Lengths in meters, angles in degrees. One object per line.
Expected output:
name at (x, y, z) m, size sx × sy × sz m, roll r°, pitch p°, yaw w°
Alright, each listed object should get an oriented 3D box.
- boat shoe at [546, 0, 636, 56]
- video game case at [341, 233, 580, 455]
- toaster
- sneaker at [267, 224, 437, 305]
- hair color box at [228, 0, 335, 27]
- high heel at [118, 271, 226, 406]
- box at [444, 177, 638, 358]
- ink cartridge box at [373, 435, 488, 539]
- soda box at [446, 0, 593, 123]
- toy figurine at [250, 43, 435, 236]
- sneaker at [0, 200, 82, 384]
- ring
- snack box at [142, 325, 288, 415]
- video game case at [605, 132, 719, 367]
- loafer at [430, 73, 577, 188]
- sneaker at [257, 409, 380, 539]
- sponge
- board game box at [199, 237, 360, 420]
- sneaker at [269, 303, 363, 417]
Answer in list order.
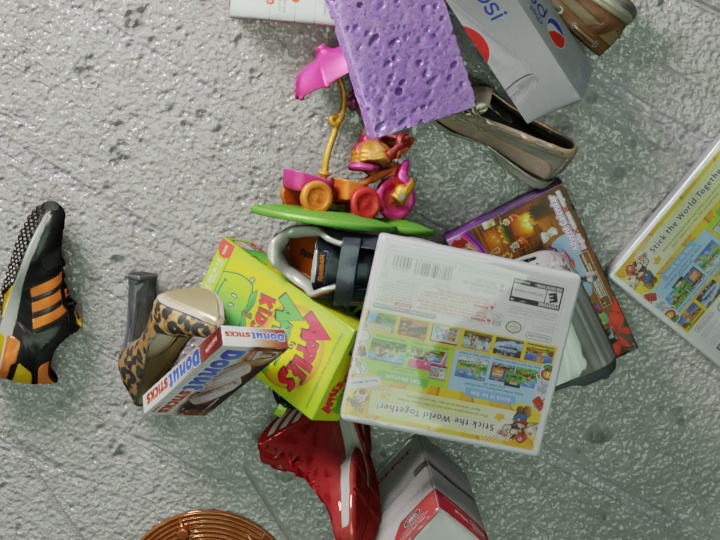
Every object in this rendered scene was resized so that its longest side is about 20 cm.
boat shoe at (0.180, -0.282, 1.531) m, size 0.199 × 0.076 × 0.072 m, roll 29°, pitch 103°, yaw -6°
video game case at (0.096, 0.073, 1.470) m, size 0.199 × 0.023 × 0.183 m, roll 11°, pitch 99°, yaw -8°
toaster at (0.155, 0.065, 1.553) m, size 0.199 × 0.114 × 0.130 m, roll -20°, pitch 100°, yaw 8°
sneaker at (0.000, 0.000, 1.506) m, size 0.199 × 0.079 × 0.079 m, roll 9°, pitch 97°, yaw 23°
hair color box at (-0.029, -0.295, 1.528) m, size 0.198 × 0.061 × 0.102 m, roll 5°, pitch 102°, yaw -4°
high heel at (-0.188, 0.088, 1.558) m, size 0.071 × 0.200 × 0.144 m, roll -4°, pitch 103°, yaw -33°
box at (0.192, 0.021, 1.619) m, size 0.136 × 0.039 × 0.201 m, roll -26°, pitch 103°, yaw 6°
ink cartridge box at (0.051, 0.280, 1.595) m, size 0.083 × 0.200 × 0.147 m, roll 40°, pitch 100°, yaw -13°
soda box at (0.146, -0.246, 1.491) m, size 0.068 × 0.064 × 0.200 m, roll -20°, pitch 119°, yaw 33°
toy figurine at (-0.002, -0.136, 1.545) m, size 0.199 × 0.150 × 0.186 m, roll 7°, pitch 94°, yaw -25°
sneaker at (-0.328, 0.026, 1.601) m, size 0.089 × 0.070 × 0.201 m, roll 16°, pitch 103°, yaw -20°
ring at (-0.170, 0.365, 1.703) m, size 0.199 × 0.019 × 0.202 m, roll 0°, pitch 104°, yaw -2°
snack box at (-0.148, 0.102, 1.526) m, size 0.071 × 0.200 × 0.024 m, roll 5°, pitch 64°, yaw -30°
video game case at (0.391, -0.018, 1.623) m, size 0.182 × 0.023 × 0.200 m, roll 37°, pitch 101°, yaw -9°
loafer at (0.132, -0.161, 1.551) m, size 0.199 × 0.072 × 0.063 m, roll 33°, pitch 136°, yaw -15°
sneaker at (-0.046, 0.218, 1.597) m, size 0.115 × 0.201 × 0.079 m, roll -17°, pitch 130°, yaw 14°
sponge at (0.031, -0.238, 1.477) m, size 0.111 × 0.030 × 0.201 m, roll -20°, pitch 98°, yaw -14°
board game box at (-0.083, 0.058, 1.557) m, size 0.200 × 0.047 × 0.102 m, roll 34°, pitch 104°, yaw 33°
sneaker at (-0.032, 0.069, 1.602) m, size 0.071 × 0.083 × 0.201 m, roll 28°, pitch 101°, yaw -8°
